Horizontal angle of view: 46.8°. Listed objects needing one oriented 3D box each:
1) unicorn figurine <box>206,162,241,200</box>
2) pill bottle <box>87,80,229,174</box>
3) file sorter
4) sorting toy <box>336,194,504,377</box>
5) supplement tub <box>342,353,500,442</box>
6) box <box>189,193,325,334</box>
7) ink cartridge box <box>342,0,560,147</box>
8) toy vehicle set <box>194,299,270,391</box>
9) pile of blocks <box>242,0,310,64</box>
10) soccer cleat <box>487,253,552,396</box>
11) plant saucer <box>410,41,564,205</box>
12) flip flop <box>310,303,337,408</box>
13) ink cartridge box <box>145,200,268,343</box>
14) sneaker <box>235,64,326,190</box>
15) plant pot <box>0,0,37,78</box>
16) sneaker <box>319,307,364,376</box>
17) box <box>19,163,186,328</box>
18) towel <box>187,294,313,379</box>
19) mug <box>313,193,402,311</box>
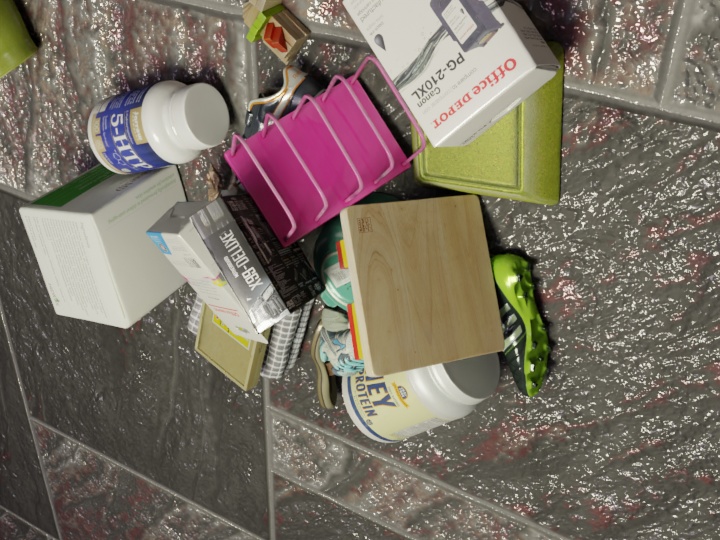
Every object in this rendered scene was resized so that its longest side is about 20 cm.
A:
[{"bbox_3d":[-0.159,-0.070,1.263,0.200,0.073,0.138,47,136,22],"label":"unicorn figurine"},{"bbox_3d":[-0.294,-0.212,1.221,0.198,0.120,0.121,-5,116,36],"label":"pill bottle"},{"bbox_3d":[-0.042,-0.146,1.002,0.140,0.199,0.125,57,167,-1],"label":"file sorter"},{"bbox_3d":[0.068,0.018,1.040,0.069,0.197,0.202,-17,82,60],"label":"sorting toy"},{"bbox_3d":[0.084,0.151,1.178,0.199,0.145,0.145,-32,98,42],"label":"supplement tub"},{"bbox_3d":[-0.122,-0.017,1.041,0.049,0.200,0.159,-31,91,12],"label":"box"},{"bbox_3d":[0.098,-0.256,0.904,0.144,0.084,0.201,-36,81,31],"label":"ink cartridge box"},{"bbox_3d":[-0.192,0.072,1.275,0.124,0.026,0.202,34,126,26],"label":"toy vehicle set"},{"bbox_3d":[-0.143,-0.355,1.065,0.082,0.062,0.201,-14,109,39],"label":"pile of blocks"},{"bbox_3d":[0.202,0.072,1.108,0.081,0.067,0.202,4,115,44],"label":"soccer cleat"},{"bbox_3d":[0.138,-0.173,0.998,0.198,0.048,0.202,12,124,28],"label":"plant saucer"},{"bbox_3d":[-0.041,0.136,1.307,0.057,0.081,0.202,5,124,12],"label":"flip flop"},{"bbox_3d":[-0.188,0.002,1.135,0.115,0.068,0.201,7,139,55],"label":"ink cartridge box"},{"bbox_3d":[-0.123,-0.198,1.143,0.079,0.079,0.200,44,122,-5],"label":"sneaker"},{"bbox_3d":[-0.618,-0.387,1.299,0.199,0.201,0.194,-13,123,39],"label":"plant pot"},{"bbox_3d":[-0.001,0.109,1.147,0.200,0.077,0.087,9,85,67],"label":"sneaker"},{"bbox_3d":[-0.393,-0.048,1.339,0.170,0.199,0.202,8,123,29],"label":"box"},{"bbox_3d":[-0.184,0.065,1.347,0.199,0.086,0.167,30,130,16],"label":"towel"},{"bbox_3d":[0.009,-0.001,1.152,0.151,0.114,0.187,21,128,22],"label":"mug"}]
